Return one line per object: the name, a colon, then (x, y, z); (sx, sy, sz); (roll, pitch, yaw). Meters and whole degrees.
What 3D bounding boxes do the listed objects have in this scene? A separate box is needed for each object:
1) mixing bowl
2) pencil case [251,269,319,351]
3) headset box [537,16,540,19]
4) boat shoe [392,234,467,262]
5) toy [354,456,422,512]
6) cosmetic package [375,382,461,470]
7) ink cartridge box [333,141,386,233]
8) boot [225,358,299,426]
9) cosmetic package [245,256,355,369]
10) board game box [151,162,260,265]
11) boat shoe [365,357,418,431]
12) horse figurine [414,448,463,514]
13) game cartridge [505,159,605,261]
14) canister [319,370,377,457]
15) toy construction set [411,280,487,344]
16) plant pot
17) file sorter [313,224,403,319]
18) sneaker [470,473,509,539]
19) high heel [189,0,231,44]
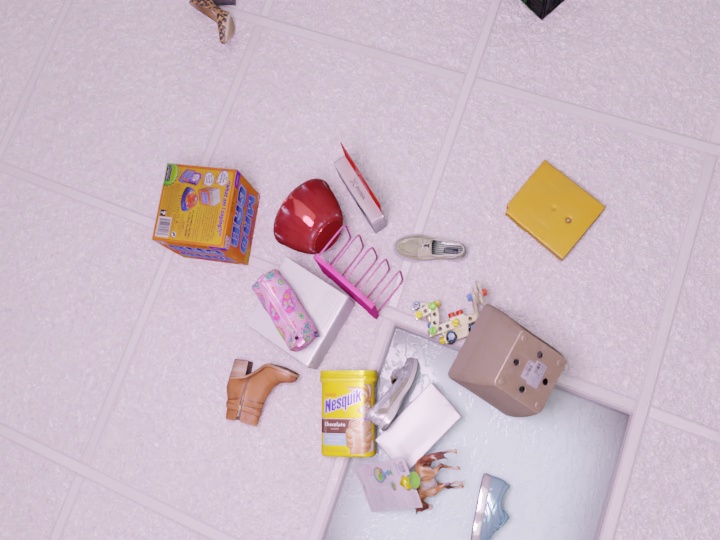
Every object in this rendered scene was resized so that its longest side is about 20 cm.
mixing bowl: (-0.115, -0.117, 1.577); (0.108, 0.200, 0.201); (41, 86, 25)
pencil case: (-0.181, 0.098, 1.487); (0.086, 0.088, 0.202); (-34, 75, 0)
headset box: (0.517, -0.830, 1.690); (0.199, 0.093, 0.175); (-41, 75, -1)
boat shoe: (0.178, -0.062, 1.599); (0.193, 0.062, 0.074); (2, 78, 10)
toy: (0.073, 0.502, 1.461); (0.046, 0.199, 0.118); (-17, 81, -38)
cosmetic package: (0.142, 0.383, 1.505); (0.199, 0.081, 0.113); (-42, 76, -3)
ink cartridge box: (-0.005, -0.210, 1.601); (0.043, 0.174, 0.203); (-32, 75, 1)
boot: (-0.256, 0.317, 1.580); (0.194, 0.077, 0.160); (5, 78, 13)
cosmetic package: (-0.149, 0.111, 1.583); (0.197, 0.123, 0.202); (31, 85, 15)
board game box: (-0.400, -0.144, 1.635); (0.193, 0.200, 0.206); (7, 79, 10)
boat shoe: (0.082, 0.290, 1.507); (0.064, 0.075, 0.204); (30, 60, 4)
horse figurine: (0.173, 0.484, 1.451); (0.128, 0.204, 0.051); (-12, 36, 4)
game cartridge: (0.495, -0.156, 1.589); (0.199, 0.032, 0.177); (42, 87, 17)
canister: (-0.029, 0.352, 1.532); (0.144, 0.086, 0.207); (-3, 80, 14)
toy construction set: (0.233, 0.109, 1.548); (0.195, 0.092, 0.135); (-22, 75, 15)
plant pot: (0.351, 0.218, 1.422); (0.197, 0.177, 0.203); (32, 84, -10)
file sorter: (0.000, 0.000, 1.578); (0.199, 0.139, 0.126); (40, 83, 14)
sneaker: (0.305, 0.586, 1.441); (0.080, 0.074, 0.206); (11, 81, 14)
high heel: (-0.445, -0.739, 1.826); (0.138, 0.072, 0.205); (-2, 62, 2)
